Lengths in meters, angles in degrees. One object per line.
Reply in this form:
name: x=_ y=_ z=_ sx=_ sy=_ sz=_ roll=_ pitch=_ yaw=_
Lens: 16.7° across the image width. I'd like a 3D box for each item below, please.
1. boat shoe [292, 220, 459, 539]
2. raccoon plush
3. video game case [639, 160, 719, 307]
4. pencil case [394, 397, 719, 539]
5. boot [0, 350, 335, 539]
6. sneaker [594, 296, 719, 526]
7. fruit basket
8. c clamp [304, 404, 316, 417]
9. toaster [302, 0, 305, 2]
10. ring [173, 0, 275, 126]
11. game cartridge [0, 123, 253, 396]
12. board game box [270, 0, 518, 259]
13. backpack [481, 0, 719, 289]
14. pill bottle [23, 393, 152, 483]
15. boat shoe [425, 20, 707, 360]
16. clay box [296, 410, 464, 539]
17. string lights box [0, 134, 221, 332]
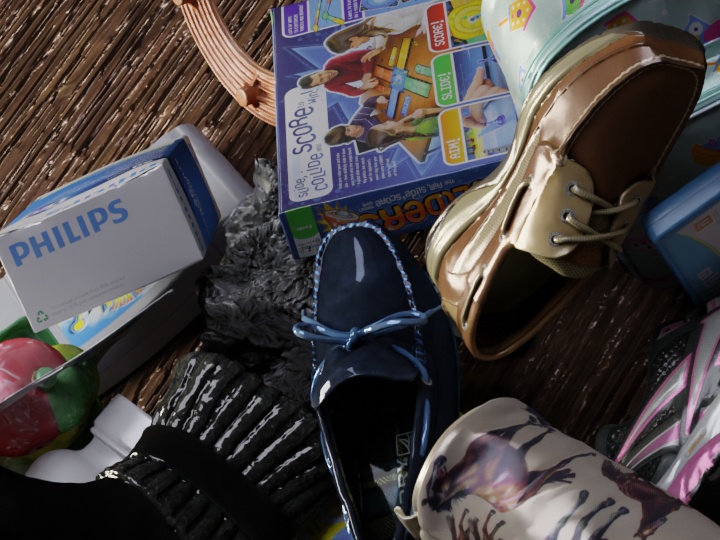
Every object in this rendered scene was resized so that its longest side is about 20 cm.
boat shoe: x=0.014 y=0.059 z=1.199 sx=0.084 sy=0.069 sz=0.201 roll=-25 pitch=61 yaw=15
raccoon plush: x=0.000 y=0.000 z=1.349 sx=0.199 sy=0.097 sz=0.134 roll=0 pitch=45 yaw=24
video game case: x=0.237 y=-0.051 z=1.183 sx=0.199 sy=0.143 sz=0.018 roll=-35 pitch=61 yaw=6
pencil case: x=0.114 y=0.136 z=1.102 sx=0.199 sy=0.078 sz=0.089 roll=32 pitch=62 yaw=28
boot: x=-0.118 y=0.100 z=1.202 sx=0.079 sy=0.211 sz=0.158 roll=11 pitch=66 yaw=57
sneaker: x=0.183 y=0.038 z=1.179 sx=0.200 sy=0.080 sz=0.086 roll=-48 pitch=49 yaw=-12
fruit basket: x=-0.195 y=0.088 z=1.345 sx=0.185 sy=0.094 sz=0.200 roll=-35 pitch=4 yaw=-26
c clamp: x=-0.099 y=0.108 z=1.392 sx=0.199 sy=0.027 sz=0.171 roll=-34 pitch=39 yaw=8
toaster: x=0.015 y=-0.241 z=1.568 sx=0.128 sy=0.114 sz=0.201 roll=-16 pitch=43 yaw=24
ring: x=-0.066 y=-0.183 z=1.525 sx=0.019 sy=0.202 sz=0.200 roll=-23 pitch=28 yaw=-34
game cartridge: x=-0.151 y=0.004 z=1.530 sx=0.200 sy=0.041 sz=0.133 roll=-42 pitch=42 yaw=-2
board game box: x=0.019 y=-0.094 z=1.355 sx=0.134 sy=0.035 sz=0.201 roll=-13 pitch=38 yaw=7
backpack: x=0.162 y=-0.101 z=1.242 sx=0.175 sy=0.200 sz=0.154 roll=-27 pitch=44 yaw=14
pill bottle: x=-0.155 y=0.171 z=1.296 sx=0.200 sy=0.113 sz=0.113 roll=-53 pitch=40 yaw=-6
boat shoe: x=0.101 y=-0.030 z=1.140 sx=0.200 sy=0.075 sz=0.074 roll=-55 pitch=36 yaw=43
clay box: x=0.001 y=0.164 z=1.241 sx=0.200 sy=0.048 sz=0.115 roll=-42 pitch=39 yaw=0
string lights box: x=-0.139 y=-0.025 z=1.383 sx=0.102 sy=0.059 sz=0.200 roll=-23 pitch=8 yaw=3
